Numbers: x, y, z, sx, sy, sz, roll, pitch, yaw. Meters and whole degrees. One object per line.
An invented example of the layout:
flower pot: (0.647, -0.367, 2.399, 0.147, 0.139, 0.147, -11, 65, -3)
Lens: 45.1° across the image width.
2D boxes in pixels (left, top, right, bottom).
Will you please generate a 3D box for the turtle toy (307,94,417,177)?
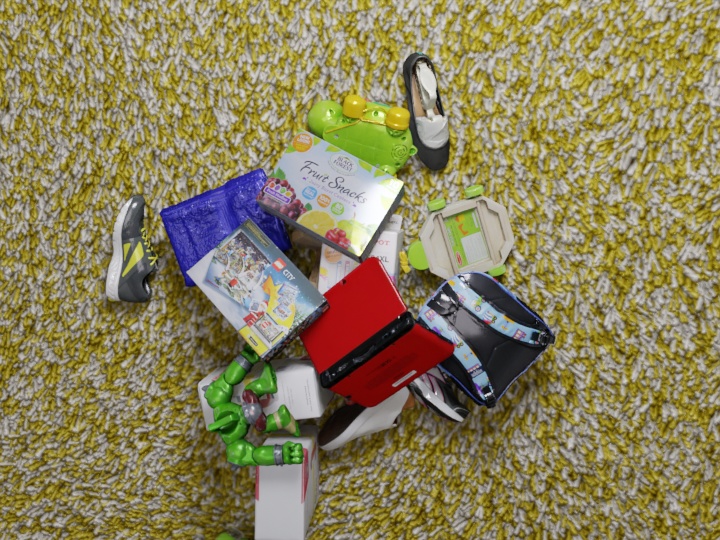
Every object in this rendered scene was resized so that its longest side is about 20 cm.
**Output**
turtle toy: (0.002, -0.231, 1.459, 0.199, 0.101, 0.146, 18, 120, 7)

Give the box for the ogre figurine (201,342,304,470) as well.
ogre figurine: (-0.175, 0.223, 1.363, 0.119, 0.098, 0.201, -24, 95, 2)

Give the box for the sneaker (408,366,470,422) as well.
sneaker: (0.120, 0.180, 1.496, 0.200, 0.080, 0.086, 42, 78, -8)

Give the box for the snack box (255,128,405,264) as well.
snack box: (-0.047, -0.120, 1.394, 0.199, 0.053, 0.143, 29, 79, 13)

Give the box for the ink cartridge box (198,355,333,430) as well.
ink cartridge box: (-0.158, 0.206, 1.489, 0.199, 0.145, 0.084, -8, 95, 8)

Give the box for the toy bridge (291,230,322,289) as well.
toy bridge: (-0.088, -0.052, 1.490, 0.027, 0.067, 0.201, -21, 62, 33)

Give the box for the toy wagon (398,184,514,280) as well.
toy wagon: (0.157, -0.049, 1.463, 0.199, 0.040, 0.156, -19, 104, -3)

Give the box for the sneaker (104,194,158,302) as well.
sneaker: (-0.396, -0.036, 1.549, 0.084, 0.075, 0.201, 13, 105, 0)

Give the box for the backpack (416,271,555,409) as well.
backpack: (0.188, 0.097, 1.432, 0.200, 0.135, 0.183, 41, 96, -9)

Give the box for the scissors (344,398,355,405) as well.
scissors: (0.012, 0.150, 1.482, 0.014, 0.073, 0.200, 14, 125, -27)

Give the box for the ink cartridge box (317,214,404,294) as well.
ink cartridge box: (0.000, 0.000, 1.468, 0.128, 0.125, 0.201, 6, 96, 7)

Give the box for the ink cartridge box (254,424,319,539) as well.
ink cartridge box: (-0.121, 0.355, 1.478, 0.083, 0.200, 0.146, 0, 95, 4)

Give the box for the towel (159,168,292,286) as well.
towel: (-0.230, -0.071, 1.469, 0.199, 0.050, 0.148, -21, 90, 7)

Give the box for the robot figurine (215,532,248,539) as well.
robot figurine: (-0.195, 0.562, 1.545, 0.200, 0.116, 0.176, 40, 107, 1)

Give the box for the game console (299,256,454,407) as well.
game console: (0.020, 0.104, 1.389, 0.172, 0.119, 0.200, 31, 125, -35)

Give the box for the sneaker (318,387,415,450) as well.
sneaker: (0.013, 0.267, 1.513, 0.085, 0.073, 0.200, 37, 120, -26)

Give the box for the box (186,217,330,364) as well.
box: (-0.163, 0.030, 1.383, 0.136, 0.038, 0.200, -41, 69, -9)

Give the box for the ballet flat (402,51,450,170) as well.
ballet flat: (0.111, -0.268, 1.456, 0.068, 0.068, 0.201, -15, 94, -11)
